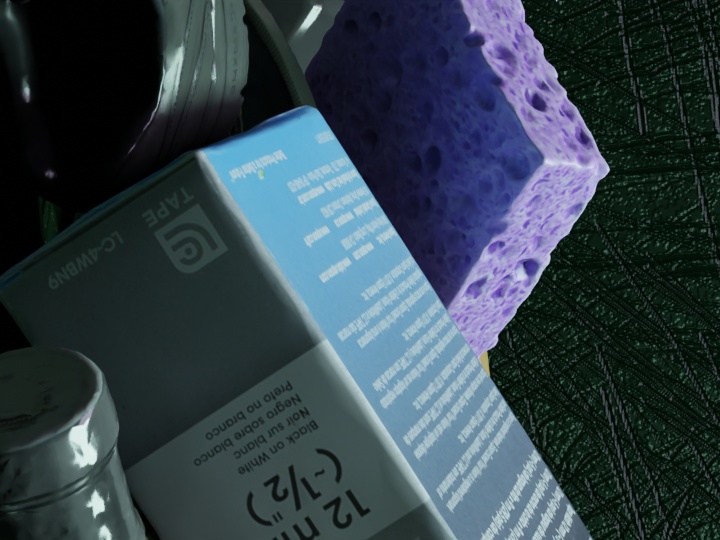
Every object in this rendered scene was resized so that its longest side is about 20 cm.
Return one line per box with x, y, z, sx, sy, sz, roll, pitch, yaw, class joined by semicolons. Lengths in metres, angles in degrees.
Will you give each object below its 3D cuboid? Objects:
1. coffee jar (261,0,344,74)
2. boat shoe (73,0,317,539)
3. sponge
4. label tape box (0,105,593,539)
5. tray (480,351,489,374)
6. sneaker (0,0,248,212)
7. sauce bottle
-0.027;-0.056;1.018;0.200;0.085;0.105;-59;144;-83;coffee jar
-0.050;-0.009;0.831;0.068;0.072;0.200;23;53;-55;boat shoe
0.000;0.000;0.857;0.200;0.030;0.112;-59;-139;36;sponge
0.005;0.062;0.711;0.200;0.066;0.143;59;12;-1;label tape box
0.007;0.101;1.126;0.037;0.098;0.201;-36;123;-62;tray
-0.067;-0.109;0.719;0.091;0.076;0.201;-65;148;-71;sneaker
-0.054;0.111;0.645;0.066;0.066;0.200;-88;167;-57;sauce bottle
